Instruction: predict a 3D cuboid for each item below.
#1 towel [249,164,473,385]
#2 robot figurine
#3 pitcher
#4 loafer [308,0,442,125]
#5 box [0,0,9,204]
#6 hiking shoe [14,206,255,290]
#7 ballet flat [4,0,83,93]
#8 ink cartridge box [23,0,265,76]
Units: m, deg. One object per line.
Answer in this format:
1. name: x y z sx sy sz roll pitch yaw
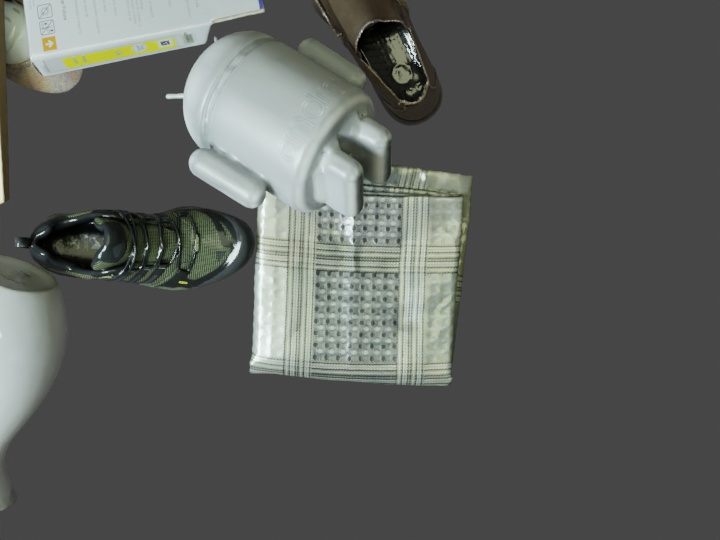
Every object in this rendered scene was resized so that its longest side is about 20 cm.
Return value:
1. towel: 0.000 0.000 1.019 0.190 0.035 0.203 5 93 -1
2. robot figurine: -0.067 -0.126 0.956 0.199 0.113 0.170 31 61 18
3. pitcher: -0.347 0.084 0.985 0.170 0.121 0.202 23 105 12
4. loafer: 0.011 -0.221 0.986 0.073 0.071 0.201 -36 94 1
5. box: -0.375 -0.165 0.964 0.161 0.021 0.202 9 110 11
6. hiking shoe: -0.191 -0.016 0.980 0.197 0.101 0.077 -2 95 -1
7. ballet flat: -0.329 -0.223 0.980 0.199 0.067 0.068 36 92 -4
8. ink cartridge box: -0.192 -0.281 0.968 0.197 0.047 0.200 -10 77 -3
